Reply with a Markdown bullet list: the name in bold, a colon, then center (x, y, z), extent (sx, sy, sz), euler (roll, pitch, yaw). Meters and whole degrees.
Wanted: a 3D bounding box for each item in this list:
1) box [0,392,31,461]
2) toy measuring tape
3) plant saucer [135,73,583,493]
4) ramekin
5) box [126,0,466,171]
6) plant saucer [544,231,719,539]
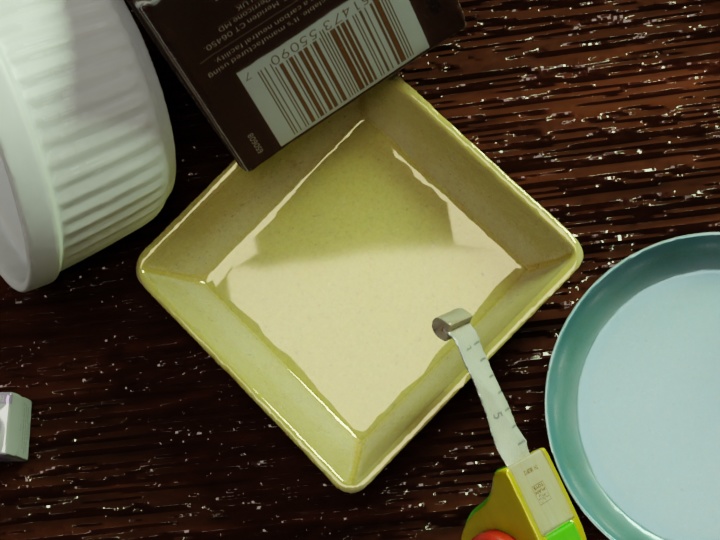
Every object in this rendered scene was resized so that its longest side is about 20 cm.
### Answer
- **box**: center (-0.305, 0.097, 1.048), extent (0.199, 0.039, 0.042), euler (0, 77, 10)
- **toy measuring tape**: center (0.075, 0.124, 0.952), extent (0.073, 0.074, 0.201), euler (-26, 84, 2)
- **plant saucer**: center (0.000, 0.000, 1.016), extent (0.200, 0.048, 0.200), euler (-45, 72, -3)
- **ramekin**: center (-0.190, -0.098, 1.000), extent (0.105, 0.200, 0.201), euler (-23, 71, -21)
- **box**: center (-0.069, -0.205, 0.991), extent (0.165, 0.164, 0.200), euler (-34, 54, -1)
- **plant saucer**: center (0.206, 0.078, 0.971), extent (0.199, 0.027, 0.202), euler (-2, 76, 9)
